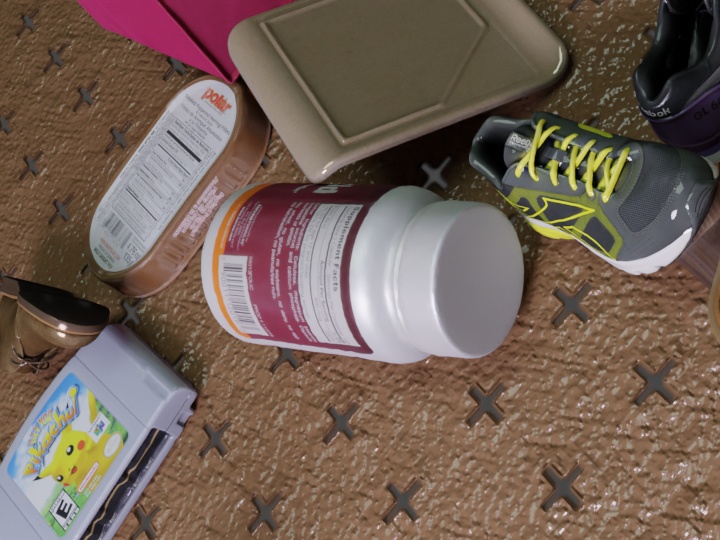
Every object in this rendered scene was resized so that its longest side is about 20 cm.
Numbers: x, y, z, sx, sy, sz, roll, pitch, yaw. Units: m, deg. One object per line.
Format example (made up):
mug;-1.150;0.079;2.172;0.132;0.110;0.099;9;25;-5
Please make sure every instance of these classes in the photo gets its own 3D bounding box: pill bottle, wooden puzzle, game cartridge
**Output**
pill bottle;0.000;0.000;0.931;0.199;0.114;0.115;5;71;41
wooden puzzle;0.023;-0.151;1.010;0.199;0.037;0.185;-25;47;-8
game cartridge;-0.216;0.145;1.092;0.133;0.040;0.201;33;90;49

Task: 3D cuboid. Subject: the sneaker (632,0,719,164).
sneaker;0.227;-0.168;0.848;0.075;0.087;0.201;15;77;44

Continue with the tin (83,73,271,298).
tin;-0.152;-0.070;1.152;0.201;0.042;0.112;-53;49;4

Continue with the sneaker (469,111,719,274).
sneaker;0.128;-0.051;0.837;0.075;0.084;0.200;-64;24;-7

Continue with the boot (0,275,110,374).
boot;-0.251;0.053;1.131;0.200;0.073;0.076;9;84;66

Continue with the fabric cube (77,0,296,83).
fabric cube;-0.152;-0.307;1.146;0.199;0.196;0.200;28;75;45

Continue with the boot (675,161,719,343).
boot;0.254;-0.015;0.748;0.155;0.073;0.201;-43;43;21
